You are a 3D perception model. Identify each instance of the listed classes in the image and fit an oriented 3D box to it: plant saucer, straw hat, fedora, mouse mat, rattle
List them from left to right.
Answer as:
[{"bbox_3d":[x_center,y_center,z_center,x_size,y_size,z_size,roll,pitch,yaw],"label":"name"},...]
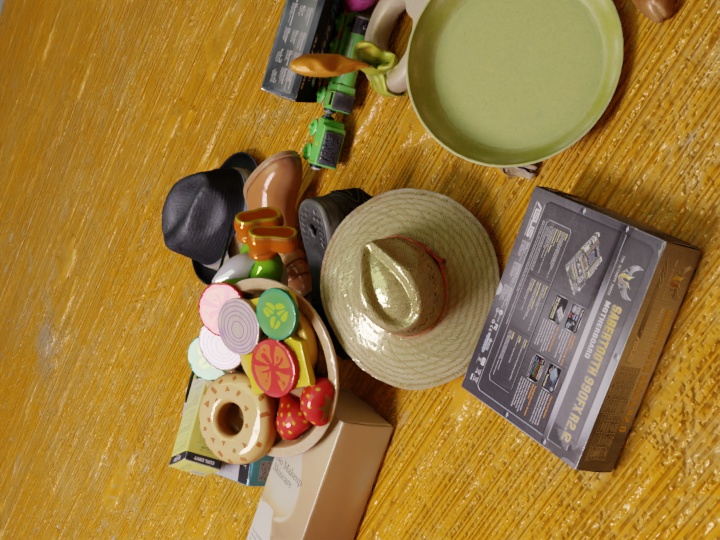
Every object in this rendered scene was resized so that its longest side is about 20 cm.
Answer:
[{"bbox_3d":[-0.216,-0.077,1.380,0.200,0.091,0.201,-17,68,51],"label":"fedora"},{"bbox_3d":[-0.200,0.057,1.301,0.161,0.008,0.200,-83,12,-49],"label":"mouse mat"},{"bbox_3d":[0.025,-0.296,1.075,0.130,0.143,0.200,-94,28,-50],"label":"rattle"},{"bbox_3d":[0.035,0.015,0.944,0.201,0.085,0.202,-1,87,21],"label":"straw hat"},{"bbox_3d":[0.140,-0.191,0.908,0.200,0.031,0.201,-2,85,21],"label":"plant saucer"}]

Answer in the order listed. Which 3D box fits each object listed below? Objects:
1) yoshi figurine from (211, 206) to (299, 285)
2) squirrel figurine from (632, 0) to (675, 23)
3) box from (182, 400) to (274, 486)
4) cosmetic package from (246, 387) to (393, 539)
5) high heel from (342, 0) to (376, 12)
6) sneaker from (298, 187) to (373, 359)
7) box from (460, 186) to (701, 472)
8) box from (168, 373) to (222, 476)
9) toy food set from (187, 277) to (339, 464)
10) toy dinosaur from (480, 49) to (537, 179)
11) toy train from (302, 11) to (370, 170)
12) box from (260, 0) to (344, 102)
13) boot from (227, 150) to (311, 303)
[{"bbox_3d":[-0.093,0.035,1.128,0.112,0.112,0.200,16,118,22],"label":"yoshi figurine"},{"bbox_3d":[0.188,-0.329,0.810,0.142,0.186,0.200,-55,42,30],"label":"squirrel figurine"},{"bbox_3d":[-0.168,0.220,1.277,0.200,0.049,0.082,2,82,54],"label":"box"},{"bbox_3d":[-0.047,0.235,1.087,0.105,0.071,0.200,31,106,53],"label":"cosmetic package"},{"bbox_3d":[0.027,-0.397,1.153,0.096,0.067,0.200,158,127,-66],"label":"high heel"},{"bbox_3d":[0.000,0.000,1.093,0.076,0.114,0.200,24,129,49],"label":"sneaker"},{"bbox_3d":[0.180,0.045,0.843,0.158,0.048,0.200,32,108,52],"label":"box"},{"bbox_3d":[-0.179,0.148,1.224,0.075,0.050,0.200,-35,39,59],"label":"box"},{"bbox_3d":[-0.107,0.103,1.047,0.200,0.049,0.198,-15,88,38],"label":"toy food set"},{"bbox_3d":[0.114,-0.169,0.981,0.101,0.058,0.200,-62,39,25],"label":"toy dinosaur"},{"bbox_3d":[-0.026,-0.217,1.194,0.056,0.042,0.200,29,106,65],"label":"toy train"},{"bbox_3d":[-0.056,-0.303,1.182,0.159,0.046,0.200,-53,-19,-79],"label":"box"},{"bbox_3d":[-0.091,-0.031,1.217,0.155,0.074,0.200,56,137,36],"label":"boot"}]
